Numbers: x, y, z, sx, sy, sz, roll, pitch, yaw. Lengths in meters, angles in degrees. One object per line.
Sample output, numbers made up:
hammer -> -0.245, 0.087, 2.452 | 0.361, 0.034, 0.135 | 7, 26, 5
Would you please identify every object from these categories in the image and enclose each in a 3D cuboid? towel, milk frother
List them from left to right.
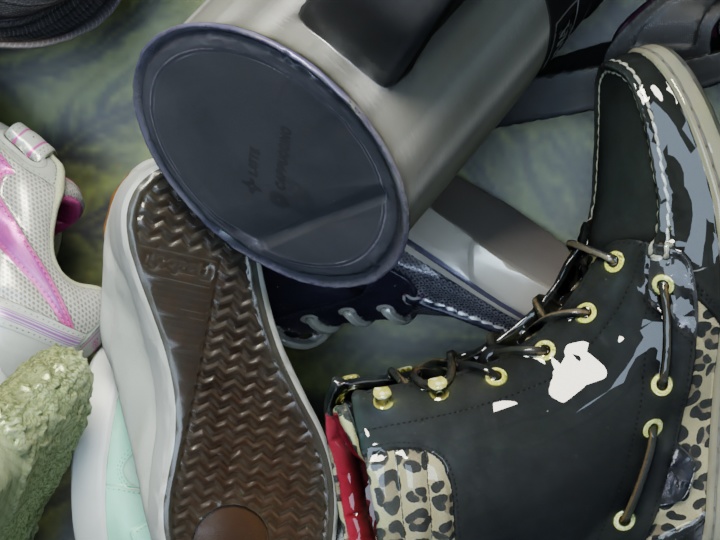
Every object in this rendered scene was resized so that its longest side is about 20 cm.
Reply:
towel -> -0.170, 0.126, 0.974 | 0.036, 0.148, 0.200 | 34, 129, 8
milk frother -> -0.016, -0.135, 0.913 | 0.200, 0.181, 0.188 | 29, 54, 16

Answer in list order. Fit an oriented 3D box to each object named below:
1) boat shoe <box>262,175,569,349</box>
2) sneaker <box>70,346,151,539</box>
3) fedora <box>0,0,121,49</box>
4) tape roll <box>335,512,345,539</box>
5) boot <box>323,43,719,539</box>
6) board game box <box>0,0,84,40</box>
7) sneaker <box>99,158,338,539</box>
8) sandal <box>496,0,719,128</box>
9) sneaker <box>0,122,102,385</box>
boat shoe -> 0.000, 0.000, 1.025 | 0.200, 0.075, 0.093 | 31, 109, 7
sneaker -> -0.051, 0.124, 1.029 | 0.118, 0.074, 0.201 | -7, 95, 7
fedora -> -0.139, -0.185, 0.968 | 0.090, 0.177, 0.200 | -16, 109, 44
tape roll -> 0.082, 0.138, 0.999 | 0.203, 0.037, 0.203 | 2, 82, -11
boot -> 0.064, 0.024, 0.936 | 0.154, 0.073, 0.204 | -8, 100, -15
board game box -> -0.189, -0.182, 1.005 | 0.028, 0.135, 0.200 | -17, 91, 41
sneaker -> -0.058, 0.053, 0.979 | 0.073, 0.085, 0.200 | -10, 95, -16
sandal -> 0.127, -0.097, 0.993 | 0.200, 0.075, 0.048 | -12, 99, 8
sneaker -> -0.164, -0.031, 1.034 | 0.088, 0.081, 0.200 | -21, 78, -16
